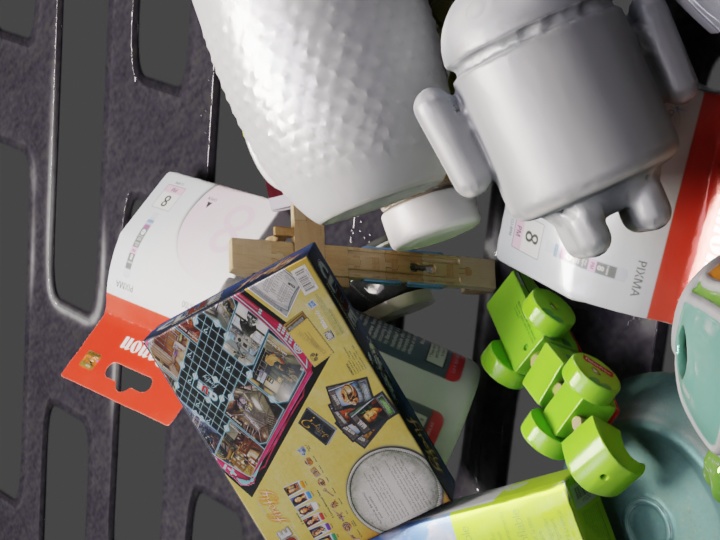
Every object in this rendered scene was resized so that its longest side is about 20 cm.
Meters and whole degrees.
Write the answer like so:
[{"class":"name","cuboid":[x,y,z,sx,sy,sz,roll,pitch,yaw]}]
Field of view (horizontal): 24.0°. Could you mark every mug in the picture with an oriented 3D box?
[{"class":"mug","cuboid":[-0.028,-0.121,1.133,0.200,0.147,0.176,-24,85,58]}]

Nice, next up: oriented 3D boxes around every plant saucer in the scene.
[{"class":"plant saucer","cuboid":[0.204,0.170,1.146,0.200,0.036,0.201,12,107,46]}]

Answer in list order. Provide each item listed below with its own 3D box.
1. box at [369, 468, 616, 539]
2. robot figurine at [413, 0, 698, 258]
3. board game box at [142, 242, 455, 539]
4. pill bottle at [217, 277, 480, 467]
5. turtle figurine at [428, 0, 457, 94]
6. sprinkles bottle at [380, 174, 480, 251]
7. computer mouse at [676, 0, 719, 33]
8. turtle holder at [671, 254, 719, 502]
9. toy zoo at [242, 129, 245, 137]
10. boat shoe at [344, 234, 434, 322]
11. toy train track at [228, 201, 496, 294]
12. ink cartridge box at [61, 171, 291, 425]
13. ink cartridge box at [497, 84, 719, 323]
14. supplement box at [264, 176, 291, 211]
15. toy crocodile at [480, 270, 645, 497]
[{"class":"box","cuboid":[0.087,0.218,1.182,0.200,0.048,0.122,-20,90,34]},{"class":"robot figurine","cuboid":[0.120,-0.108,1.036,0.113,0.169,0.200,160,87,-84]},{"class":"board game box","cuboid":[-0.041,0.099,1.174,0.135,0.035,0.200,-27,101,14]},{"class":"pill bottle","cuboid":[-0.024,0.084,1.250,0.200,0.120,0.120,24,122,1]},{"class":"turtle figurine","cuboid":[0.075,-0.184,1.147,0.200,0.064,0.162,140,128,-59]},{"class":"sprinkles bottle","cuboid":[0.025,-0.117,1.211,0.068,0.068,0.201,-26,79,47]},{"class":"computer mouse","cuboid":[0.218,-0.185,1.036,0.110,0.044,0.200,-45,62,23]},{"class":"turtle holder","cuboid":[0.258,0.064,1.006,0.132,0.141,0.186,39,169,36]},{"class":"toy zoo","cuboid":[-0.064,-0.190,1.381,0.131,0.020,0.201,-13,87,48]},{"class":"boat shoe","cuboid":[-0.028,0.024,1.345,0.200,0.072,0.068,-24,85,40]},{"class":"toy train track","cuboid":[0.000,0.000,1.227,0.033,0.199,0.115,132,139,-63]},{"class":"ink cartridge box","cuboid":[-0.159,0.016,1.419,0.162,0.200,0.057,17,151,45]},{"class":"ink cartridge box","cuboid":[0.185,-0.048,1.104,0.200,0.057,0.163,33,120,45]},{"class":"supplement box","cuboid":[-0.027,-0.152,1.279,0.061,0.109,0.201,-10,91,56]},{"class":"toy crocodile","cuboid":[0.137,0.072,1.162,0.068,0.062,0.200,-57,33,22]}]
